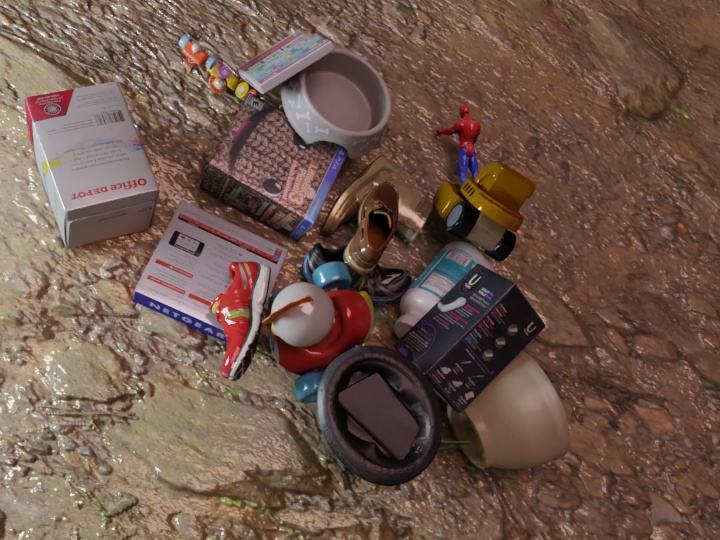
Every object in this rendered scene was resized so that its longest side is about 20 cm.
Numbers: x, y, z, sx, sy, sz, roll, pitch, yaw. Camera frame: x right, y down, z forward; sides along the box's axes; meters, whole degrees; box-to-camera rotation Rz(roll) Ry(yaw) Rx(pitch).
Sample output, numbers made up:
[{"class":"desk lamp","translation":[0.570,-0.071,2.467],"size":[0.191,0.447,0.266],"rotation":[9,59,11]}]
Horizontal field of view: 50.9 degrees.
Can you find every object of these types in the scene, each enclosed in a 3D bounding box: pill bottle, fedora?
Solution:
[{"class":"pill bottle","translation":[0.142,0.049,1.328],"size":[0.111,0.111,0.200],"rotation":[43,61,1]},{"class":"fedora","translation":[0.019,0.215,1.102],"size":[0.199,0.092,0.203],"rotation":[7,67,-17]}]

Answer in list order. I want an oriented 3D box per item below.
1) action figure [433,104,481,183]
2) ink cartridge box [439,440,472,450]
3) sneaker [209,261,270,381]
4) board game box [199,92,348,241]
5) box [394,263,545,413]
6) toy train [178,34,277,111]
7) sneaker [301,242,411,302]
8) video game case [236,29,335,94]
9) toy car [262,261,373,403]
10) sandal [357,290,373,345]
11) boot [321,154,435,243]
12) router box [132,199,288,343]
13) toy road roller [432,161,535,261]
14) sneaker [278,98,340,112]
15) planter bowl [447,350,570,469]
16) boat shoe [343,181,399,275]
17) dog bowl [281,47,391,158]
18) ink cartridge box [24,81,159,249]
[{"class":"action figure","translation":[0.198,-0.222,1.499],"size":[0.065,0.099,0.202],"rotation":[-2,91,-23]},{"class":"ink cartridge box","translation":[0.067,0.255,1.216],"size":[0.198,0.104,0.060],"rotation":[4,67,-19]},{"class":"sneaker","translation":[-0.194,0.076,1.166],"size":[0.084,0.077,0.202],"rotation":[11,58,-4]},{"class":"board game box","translation":[-0.149,-0.176,1.307],"size":[0.199,0.097,0.161],"rotation":[28,66,-12]},{"class":"box","translation":[0.173,0.105,1.210],"size":[0.200,0.122,0.106],"rotation":[-44,116,-4]},{"class":"toy train","translation":[-0.238,-0.328,1.344],"size":[0.199,0.150,0.056],"rotation":[39,97,-6]},{"class":"sneaker","translation":[0.000,0.000,1.306],"size":[0.198,0.083,0.071],"rotation":[12,31,-15]},{"class":"video game case","translation":[-0.134,-0.364,1.306],"size":[0.142,0.200,0.018],"rotation":[-33,120,-5]},{"class":"toy car","translation":[-0.091,0.081,1.151],"size":[0.200,0.176,0.186],"rotation":[29,37,-59]},{"class":"sandal","translation":[-0.025,0.136,1.259],"size":[0.086,0.079,0.202],"rotation":[-3,73,18]},{"class":"boot","translation":[0.036,-0.100,1.376],"size":[0.155,0.073,0.200],"rotation":[42,56,-1]},{"class":"router box","translation":[-0.242,0.006,1.237],"size":[0.199,0.049,0.181],"rotation":[26,62,-9]},{"class":"toy road roller","translation":[0.225,-0.123,1.343],"size":[0.122,0.147,0.200],"rotation":[29,16,-17]},{"class":"sneaker","translation":[-0.049,-0.271,1.387],"size":[0.199,0.089,0.079],"rotation":[11,61,-41]},{"class":"planter bowl","translation":[0.227,0.242,1.239],"size":[0.134,0.200,0.202],"rotation":[-23,77,-15]},{"class":"boat shoe","translation":[0.033,-0.081,1.275],"size":[0.072,0.068,0.201],"rotation":[32,48,-13]},{"class":"dog bowl","translation":[-0.034,-0.296,1.312],"size":[0.198,0.059,0.202],"rotation":[12,64,-24]},{"class":"ink cartridge box","translation":[-0.420,-0.162,1.187],"size":[0.144,0.145,0.201],"rotation":[-17,74,-26]}]
